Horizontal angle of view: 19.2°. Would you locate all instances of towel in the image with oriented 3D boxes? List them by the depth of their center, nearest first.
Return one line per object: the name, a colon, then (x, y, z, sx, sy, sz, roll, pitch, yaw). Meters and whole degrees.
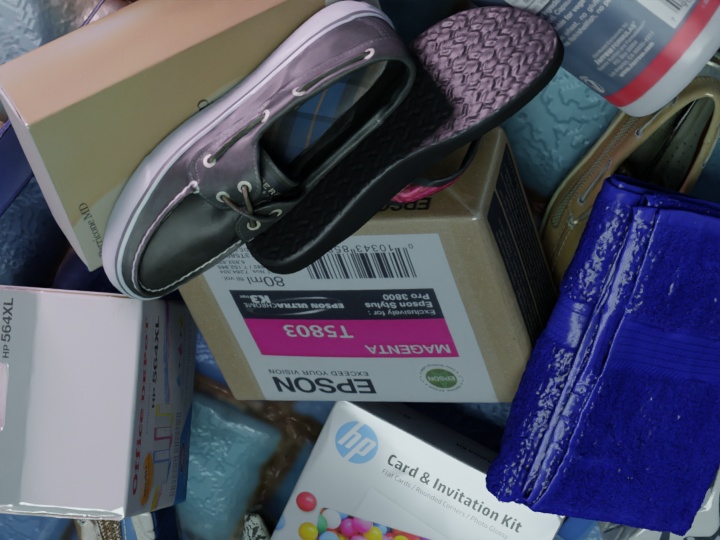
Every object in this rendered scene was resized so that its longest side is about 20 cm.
towel: (0.166, 0.054, 1.197, 0.147, 0.050, 0.201, 12, 109, -26)

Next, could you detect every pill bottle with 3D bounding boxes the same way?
pill bottle: (0.103, -0.184, 1.133, 0.200, 0.120, 0.120, 35, 117, -9)

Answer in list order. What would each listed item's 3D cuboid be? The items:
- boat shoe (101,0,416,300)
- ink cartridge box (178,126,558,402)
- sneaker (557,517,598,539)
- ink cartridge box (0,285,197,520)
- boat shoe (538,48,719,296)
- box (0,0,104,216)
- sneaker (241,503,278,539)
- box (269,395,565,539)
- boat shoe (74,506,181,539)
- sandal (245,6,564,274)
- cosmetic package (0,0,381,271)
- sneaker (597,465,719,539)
boat shoe: (-0.053, -0.056, 1.097, 0.200, 0.057, 0.069, -46, 130, 4)
ink cartridge box: (0.000, 0.000, 1.218, 0.199, 0.075, 0.165, -2, 138, 20)
sneaker: (0.141, 0.081, 1.294, 0.078, 0.070, 0.200, 24, 118, -10)
ink cartridge box: (-0.176, 0.076, 1.242, 0.125, 0.200, 0.129, 3, 88, 6)
boat shoe: (0.152, -0.037, 1.225, 0.071, 0.076, 0.201, 20, 121, -6)
box: (-0.202, -0.066, 1.236, 0.032, 0.121, 0.200, 37, 116, -10)
sneaker: (0.008, 0.189, 1.371, 0.199, 0.077, 0.089, 1, 109, 5)
box: (0.019, 0.189, 1.312, 0.155, 0.041, 0.201, 28, 109, 5)
boat shoe: (-0.158, 0.192, 1.400, 0.072, 0.072, 0.201, 2, 108, 12)
sandal: (0.024, -0.067, 1.124, 0.200, 0.075, 0.045, -38, 139, 14)
cosmetic package: (-0.083, -0.095, 1.140, 0.199, 0.071, 0.105, -28, 128, -10)
sneaker: (0.258, 0.137, 1.306, 0.129, 0.080, 0.199, 39, 105, -25)
